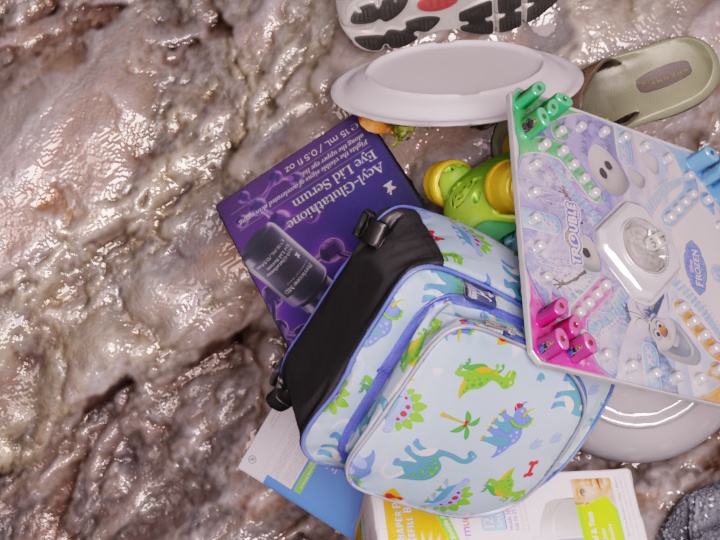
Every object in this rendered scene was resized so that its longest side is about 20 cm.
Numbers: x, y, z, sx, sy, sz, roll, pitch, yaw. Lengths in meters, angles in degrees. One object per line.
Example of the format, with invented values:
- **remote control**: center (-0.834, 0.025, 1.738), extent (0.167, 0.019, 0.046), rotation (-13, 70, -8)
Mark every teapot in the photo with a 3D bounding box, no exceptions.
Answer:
- **teapot**: center (0.210, 0.063, 0.972), extent (0.197, 0.146, 0.200), rotation (-2, 87, 9)

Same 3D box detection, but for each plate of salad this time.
- **plate of salad**: center (0.077, -0.141, 0.997), extent (0.200, 0.200, 0.048), rotation (-1, 116, 9)

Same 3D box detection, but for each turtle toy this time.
- **turtle toy**: center (0.152, -0.058, 0.955), extent (0.200, 0.146, 0.101), rotation (-24, 103, -17)

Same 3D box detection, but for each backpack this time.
- **backpack**: center (0.070, 0.076, 0.848), extent (0.200, 0.147, 0.183), rotation (17, 117, -28)

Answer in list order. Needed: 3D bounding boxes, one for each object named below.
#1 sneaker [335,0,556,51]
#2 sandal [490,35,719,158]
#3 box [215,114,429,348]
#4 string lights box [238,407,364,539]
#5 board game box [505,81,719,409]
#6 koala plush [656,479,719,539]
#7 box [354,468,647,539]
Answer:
- **sneaker**: center (0.076, -0.249, 1.051), extent (0.200, 0.081, 0.084), rotation (-9, 58, -1)
- **sandal**: center (0.197, -0.140, 1.030), extent (0.201, 0.057, 0.080), rotation (-27, 82, 9)
- **box**: center (0.000, 0.000, 0.998), extent (0.148, 0.104, 0.200), rotation (-34, 59, 4)
- **string lights box**: center (0.012, 0.171, 1.039), extent (0.200, 0.059, 0.103), rotation (31, 91, 9)
- **board game box**: center (0.190, -0.016, 0.835), extent (0.200, 0.026, 0.200), rotation (15, 60, -28)
- **koala plush**: center (0.292, 0.247, 0.918), extent (0.177, 0.200, 0.184), rotation (9, 88, 10)
- **box**: center (0.102, 0.221, 0.924), extent (0.200, 0.101, 0.113), rotation (-1, 53, -9)
